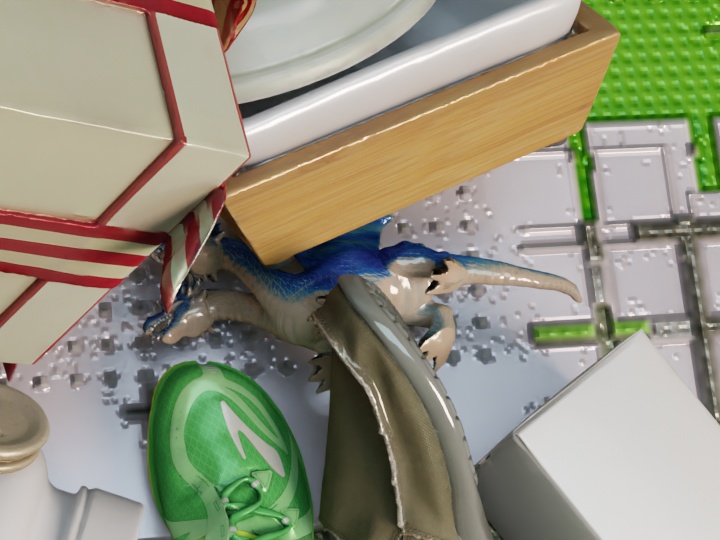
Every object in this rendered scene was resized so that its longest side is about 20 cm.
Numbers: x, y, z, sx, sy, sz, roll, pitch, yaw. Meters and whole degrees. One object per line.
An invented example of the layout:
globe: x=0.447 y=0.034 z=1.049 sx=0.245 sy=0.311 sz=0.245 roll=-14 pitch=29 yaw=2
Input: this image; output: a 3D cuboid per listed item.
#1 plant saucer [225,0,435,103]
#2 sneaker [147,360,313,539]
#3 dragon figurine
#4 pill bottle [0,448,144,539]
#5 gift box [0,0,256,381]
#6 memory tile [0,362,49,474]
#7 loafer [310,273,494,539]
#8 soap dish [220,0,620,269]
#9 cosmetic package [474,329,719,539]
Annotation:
plant saucer: x=-0.060 y=-0.144 z=0.973 sx=0.199 sy=0.050 sz=0.201 roll=-9 pitch=36 yaw=6
sneaker: x=-0.045 y=0.132 z=0.951 sx=0.074 sy=0.084 sz=0.201 roll=-9 pitch=75 yaw=-13
dragon figurine: x=0.000 y=0.000 z=1.000 sx=0.199 sy=0.059 sz=0.099 roll=-16 pitch=38 yaw=-20
pill bottle: x=-0.197 y=0.110 z=0.912 sx=0.199 sy=0.111 sz=0.112 roll=17 pitch=71 yaw=-6
gift box: x=-0.156 y=-0.062 z=0.830 sx=0.186 sy=0.184 sz=0.201 roll=7 pitch=60 yaw=-40
memory tile: x=-0.230 y=0.023 z=0.907 sx=0.152 sy=0.017 sz=0.200 roll=-1 pitch=35 yaw=-34
loafer: x=0.015 y=0.096 z=0.944 sx=0.069 sy=0.075 sz=0.201 roll=-22 pitch=114 yaw=-4
soap dish: x=-0.003 y=-0.090 z=0.995 sx=0.199 sy=0.082 sz=0.157 roll=-23 pitch=37 yaw=-17
cosmetic package: x=0.145 y=0.138 z=0.976 sx=0.085 sy=0.108 sz=0.200 roll=-36 pitch=85 yaw=-19
